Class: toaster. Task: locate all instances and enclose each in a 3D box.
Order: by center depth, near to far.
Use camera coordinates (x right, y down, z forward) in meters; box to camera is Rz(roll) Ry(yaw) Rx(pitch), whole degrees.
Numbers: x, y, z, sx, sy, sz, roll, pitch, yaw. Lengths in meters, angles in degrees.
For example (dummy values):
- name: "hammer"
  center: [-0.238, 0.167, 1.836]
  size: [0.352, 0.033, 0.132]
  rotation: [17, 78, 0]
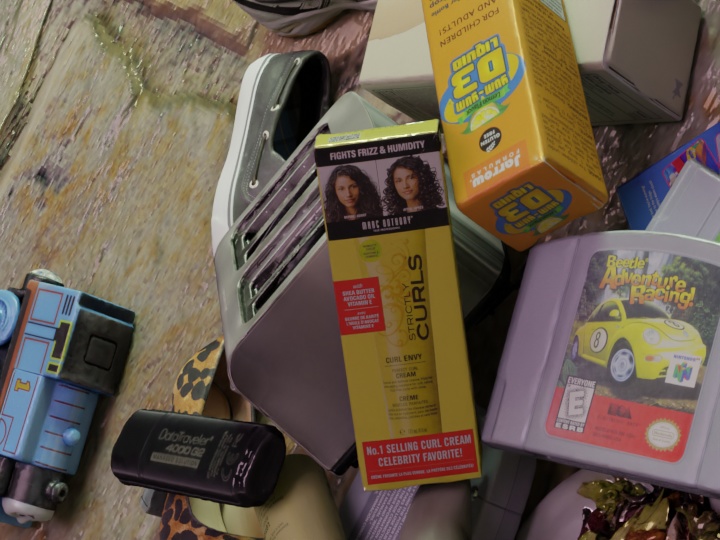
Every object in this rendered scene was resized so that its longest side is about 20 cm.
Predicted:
- name: "toaster"
  center: [0.000, 0.000, 1.250]
  size: [0.200, 0.118, 0.181]
  rotation: [-49, 21, 14]

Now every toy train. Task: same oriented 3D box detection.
- name: "toy train"
  center: [-0.249, 0.100, 1.510]
  size: [0.114, 0.086, 0.202]
  rotation: [10, 80, 38]

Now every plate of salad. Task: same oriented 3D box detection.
- name: "plate of salad"
  center: [0.145, 0.199, 1.127]
  size: [0.199, 0.048, 0.202]
  rotation: [-19, 61, 38]

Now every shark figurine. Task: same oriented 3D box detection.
- name: "shark figurine"
  center: [0.062, 0.182, 1.067]
  size: [0.128, 0.090, 0.214]
  rotation: [-40, 43, -13]

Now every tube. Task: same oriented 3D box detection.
- name: "tube"
  center: [-0.022, 0.197, 1.195]
  size: [0.052, 0.058, 0.201]
  rotation: [-31, 45, 10]

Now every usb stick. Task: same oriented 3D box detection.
- name: "usb stick"
  center: [-0.107, 0.120, 1.293]
  size: [0.200, 0.032, 0.056]
  rotation: [-1, 61, 59]

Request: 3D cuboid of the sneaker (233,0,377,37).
- name: "sneaker"
  center: [-0.018, -0.225, 1.420]
  size: [0.199, 0.087, 0.076]
  rotation: [-21, 58, 34]

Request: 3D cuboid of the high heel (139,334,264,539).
- name: "high heel"
  center: [-0.084, 0.131, 1.343]
  size: [0.200, 0.071, 0.144]
  rotation: [34, 104, 55]

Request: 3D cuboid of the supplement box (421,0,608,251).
- name: "supplement box"
  center: [0.085, -0.116, 1.159]
  size: [0.066, 0.069, 0.201]
  rotation: [-29, 53, 28]

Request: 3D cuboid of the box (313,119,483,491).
- name: "box"
  center: [0.022, 0.020, 1.130]
  size: [0.075, 0.050, 0.202]
  rotation: [-6, 103, 4]

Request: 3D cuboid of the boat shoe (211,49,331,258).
- name: "boat shoe"
  center: [-0.053, -0.066, 1.409]
  size: [0.066, 0.070, 0.202]
  rotation: [-14, 57, 40]

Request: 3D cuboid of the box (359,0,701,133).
- name: "box"
  center: [0.106, -0.141, 1.267]
  size: [0.199, 0.095, 0.078]
  rotation: [1, 72, 41]

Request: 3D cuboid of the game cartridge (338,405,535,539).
- name: "game cartridge"
  center: [0.030, 0.175, 1.227]
  size: [0.201, 0.040, 0.133]
  rotation: [-63, 31, 4]

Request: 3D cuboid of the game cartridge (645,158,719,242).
- name: "game cartridge"
  center: [0.213, 0.038, 1.074]
  size: [0.200, 0.040, 0.134]
  rotation: [38, 105, 45]

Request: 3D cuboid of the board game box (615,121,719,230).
- name: "board game box"
  center: [0.234, 0.007, 1.122]
  size: [0.134, 0.045, 0.201]
  rotation: [-34, 53, 29]

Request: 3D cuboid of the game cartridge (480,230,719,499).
- name: "game cartridge"
  center: [0.157, 0.047, 1.074]
  size: [0.199, 0.041, 0.134]
  rotation: [8, 76, 45]
